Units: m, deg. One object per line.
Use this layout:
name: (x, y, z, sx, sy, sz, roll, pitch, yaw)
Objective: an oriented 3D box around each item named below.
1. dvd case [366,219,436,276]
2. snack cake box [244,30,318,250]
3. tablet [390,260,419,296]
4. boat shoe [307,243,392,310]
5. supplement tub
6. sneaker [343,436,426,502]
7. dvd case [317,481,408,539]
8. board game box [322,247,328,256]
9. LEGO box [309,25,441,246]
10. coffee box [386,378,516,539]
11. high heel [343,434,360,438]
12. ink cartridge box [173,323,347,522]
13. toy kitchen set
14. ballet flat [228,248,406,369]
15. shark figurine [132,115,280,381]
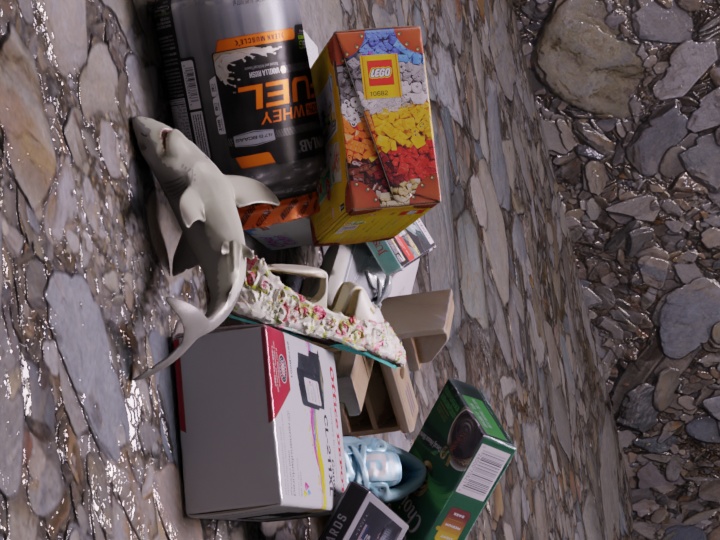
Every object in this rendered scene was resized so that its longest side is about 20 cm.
dvd case: (0.015, -0.070, 1.741, 0.146, 0.022, 0.200, 59, 14, 0)
snack cake box: (-0.078, -0.131, 1.686, 0.115, 0.067, 0.201, 44, 40, -71)
tablet: (0.029, 0.057, 1.967, 0.200, 0.014, 0.131, -52, 158, -63)
boat shoe: (0.000, 0.001, 1.709, 0.070, 0.071, 0.201, -60, -176, 24)
supplement tub: (-0.097, -0.138, 1.501, 0.123, 0.122, 0.201, -37, 117, -74)
sneaker: (-0.008, 0.180, 1.674, 0.200, 0.082, 0.074, 9, 68, -57)
dvd case: (-0.016, 0.272, 1.592, 0.151, 0.025, 0.200, -61, 163, -9)
board game box: (0.003, -0.040, 1.994, 0.200, 0.046, 0.152, -33, 114, -75)
LEGO box: (0.003, -0.110, 1.546, 0.200, 0.077, 0.150, 146, -62, -77)
coffee box: (0.072, 0.220, 1.750, 0.201, 0.044, 0.123, -62, -157, 16)
high heel: (0.050, 0.201, 1.834, 0.200, 0.142, 0.072, 54, 30, -62)
ink cartridge box: (-0.078, 0.130, 1.492, 0.200, 0.082, 0.147, 29, 54, -72)
toy kitchen set: (0.027, 0.116, 1.757, 0.200, 0.162, 0.181, -74, 152, -59)
ballet flat: (-0.031, 0.034, 1.576, 0.199, 0.076, 0.064, 19, 93, -34)
shark figurine: (-0.129, -0.006, 1.406, 0.128, 0.089, 0.215, 19, 49, -36)
